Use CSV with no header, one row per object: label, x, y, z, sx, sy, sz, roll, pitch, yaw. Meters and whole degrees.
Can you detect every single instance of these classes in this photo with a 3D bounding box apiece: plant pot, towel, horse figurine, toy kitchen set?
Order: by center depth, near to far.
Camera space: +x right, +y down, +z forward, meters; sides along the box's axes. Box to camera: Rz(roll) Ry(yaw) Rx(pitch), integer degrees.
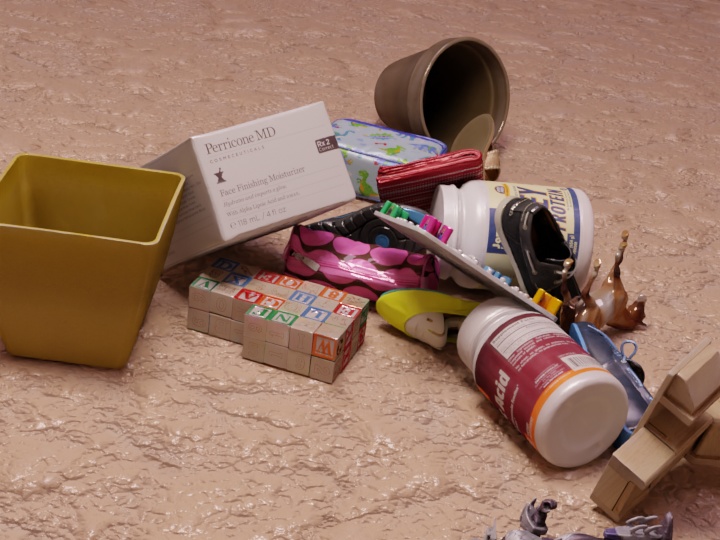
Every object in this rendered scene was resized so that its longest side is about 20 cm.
toy kitchen set,0.371,0.183,1.326,0.180,0.164,0.200,41,52,23
plant pot,-0.315,-0.004,1.503,0.198,0.178,0.200,7,25,-1
horse figurine,0.294,0.035,1.657,0.050,0.133,0.199,21,30,35
towel,0.096,-0.107,1.814,0.144,0.200,0.023,-12,70,1
plant pot,0.120,-0.288,2.219,0.199,0.202,0.173,-13,17,-36

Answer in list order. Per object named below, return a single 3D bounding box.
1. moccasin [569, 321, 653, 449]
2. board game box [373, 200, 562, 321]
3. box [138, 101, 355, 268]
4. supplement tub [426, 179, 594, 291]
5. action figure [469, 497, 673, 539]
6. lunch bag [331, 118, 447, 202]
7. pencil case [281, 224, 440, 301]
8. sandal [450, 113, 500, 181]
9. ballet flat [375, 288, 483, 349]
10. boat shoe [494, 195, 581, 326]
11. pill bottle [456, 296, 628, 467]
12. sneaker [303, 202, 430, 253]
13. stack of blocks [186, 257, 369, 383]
moccasin,0.294,0.133,1.526,0.068,0.081,0.201,-11,42,-7
board game box,0.126,-0.015,1.586,0.199,0.026,0.200,33,0,-17
box,-0.149,-0.104,1.655,0.198,0.132,0.200,-20,1,-33
supplement tub,0.195,-0.044,1.767,0.198,0.146,0.145,4,26,-7
action figure,0.189,0.262,1.235,0.198,0.070,0.130,4,31,-1
lunch bag,0.028,-0.168,2.048,0.199,0.083,0.161,16,24,13
pencil case,0.000,0.000,1.691,0.199,0.091,0.094,11,-9,10
sandal,0.186,-0.155,2.097,0.077,0.070,0.212,-22,33,28
ballet flat,0.117,0.067,1.620,0.198,0.067,0.067,8,47,-4
boat shoe,0.235,-0.004,1.658,0.067,0.201,0.072,4,43,48
pill bottle,0.194,0.117,1.475,0.113,0.115,0.200,-6,29,-26
sneaker,0.012,-0.055,1.771,0.199,0.074,0.082,-4,11,23
stack of blocks,-0.102,0.056,1.576,0.199,0.059,0.115,15,27,15
